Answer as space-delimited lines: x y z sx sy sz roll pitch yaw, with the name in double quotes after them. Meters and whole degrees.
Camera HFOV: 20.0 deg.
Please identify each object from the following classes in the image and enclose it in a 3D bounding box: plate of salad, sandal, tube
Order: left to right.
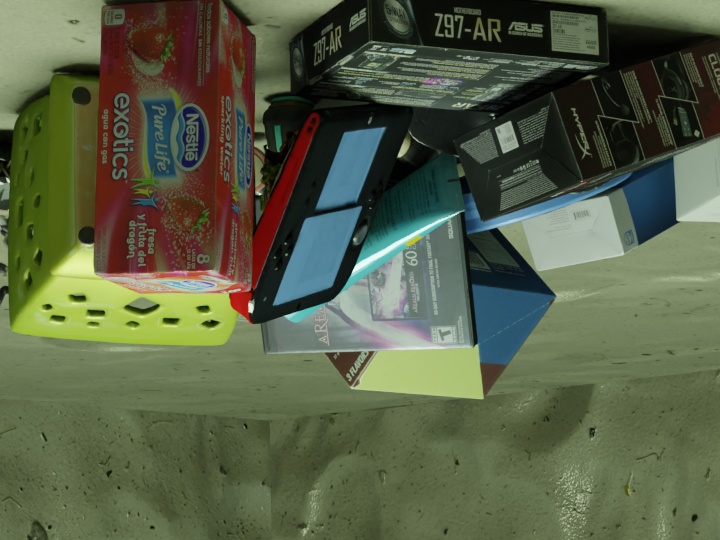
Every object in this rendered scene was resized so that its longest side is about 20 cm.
-0.047 -0.076 1.668 0.048 0.202 0.200 26 176 13 "plate of salad"
0.007 -0.028 1.743 0.199 0.078 0.050 -34 136 25 "tube"
0.131 -0.106 1.708 0.198 0.077 0.043 11 -157 -15 "sandal"

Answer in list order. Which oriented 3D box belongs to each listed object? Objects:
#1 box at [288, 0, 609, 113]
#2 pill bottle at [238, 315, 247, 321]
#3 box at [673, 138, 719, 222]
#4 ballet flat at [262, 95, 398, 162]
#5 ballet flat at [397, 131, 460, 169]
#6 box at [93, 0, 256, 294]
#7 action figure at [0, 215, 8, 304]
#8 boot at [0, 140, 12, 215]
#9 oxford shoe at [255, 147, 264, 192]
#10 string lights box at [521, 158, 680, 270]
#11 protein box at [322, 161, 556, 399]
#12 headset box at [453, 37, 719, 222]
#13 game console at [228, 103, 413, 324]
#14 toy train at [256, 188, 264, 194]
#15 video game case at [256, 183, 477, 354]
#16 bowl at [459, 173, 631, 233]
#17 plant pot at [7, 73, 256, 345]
0.065 -0.164 1.547 0.198 0.044 0.160 3 170 -23 "box"
-0.114 -0.014 2.189 0.111 0.114 0.200 0 171 -8 "pill bottle"
0.361 -0.108 1.758 0.123 0.099 0.200 0 170 -12 "box"
-0.022 -0.103 1.815 0.067 0.069 0.199 -6 170 36 "ballet flat"
0.078 -0.123 1.785 0.199 0.067 0.057 0 143 -49 "ballet flat"
-0.133 -0.088 1.489 0.094 0.202 0.100 -1 171 13 "box"
-0.357 -0.018 2.171 0.199 0.102 0.119 -38 143 -12 "action figure"
-0.327 -0.093 1.833 0.199 0.074 0.150 -2 172 38 "boot"
-0.177 -0.094 1.915 0.198 0.072 0.074 -4 -165 13 "oxford shoe"
0.249 -0.064 1.906 0.102 0.060 0.199 -11 -170 42 "string lights box"
0.038 0.001 1.934 0.197 0.200 0.135 8 124 -47 "protein box"
0.198 -0.113 1.620 0.199 0.078 0.148 -18 178 -31 "headset box"
-0.027 -0.048 1.612 0.031 0.178 0.200 30 -163 16 "game console"
-0.062 -0.037 2.057 0.056 0.042 0.200 -27 128 36 "toy train"
0.000 0.000 1.793 0.198 0.145 0.019 -3 -168 19 "video game case"
0.154 -0.078 1.852 0.199 0.040 0.201 -19 -173 2 "bowl"
-0.186 -0.058 1.707 0.198 0.201 0.181 3 163 -16 "plant pot"
